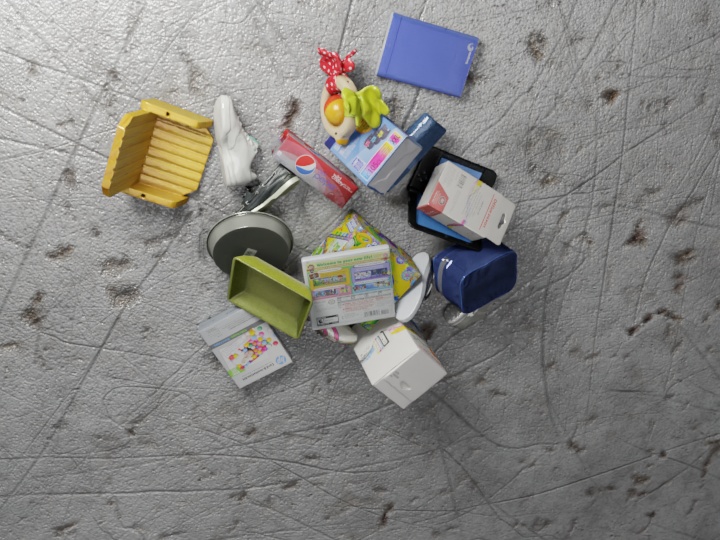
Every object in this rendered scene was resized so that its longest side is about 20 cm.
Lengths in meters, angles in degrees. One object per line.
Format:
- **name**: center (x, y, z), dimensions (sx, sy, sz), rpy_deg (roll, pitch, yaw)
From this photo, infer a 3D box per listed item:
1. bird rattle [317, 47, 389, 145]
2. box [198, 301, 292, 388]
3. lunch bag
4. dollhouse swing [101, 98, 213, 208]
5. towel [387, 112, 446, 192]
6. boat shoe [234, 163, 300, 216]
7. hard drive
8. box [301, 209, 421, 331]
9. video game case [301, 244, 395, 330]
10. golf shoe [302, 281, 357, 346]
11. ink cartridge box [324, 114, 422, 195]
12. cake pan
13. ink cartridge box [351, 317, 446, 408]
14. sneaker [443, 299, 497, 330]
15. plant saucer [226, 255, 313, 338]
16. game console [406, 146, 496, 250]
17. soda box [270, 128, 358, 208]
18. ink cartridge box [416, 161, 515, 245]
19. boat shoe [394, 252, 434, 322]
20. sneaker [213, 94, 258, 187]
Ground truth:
- **bird rattle**: center (-0.045, -0.358, 1.354), dimensions (0.113, 0.200, 0.163), rpy_deg (-17, 149, -39)
- **box**: center (-0.286, 0.183, 1.626), dimensions (0.156, 0.041, 0.200), rpy_deg (-27, 119, 2)
- **lunch bag**: center (0.282, -0.006, 1.593), dimensions (0.200, 0.132, 0.136), rpy_deg (-25, 131, -21)
- **dollhouse swing**: center (-0.409, -0.225, 1.330), dimensions (0.182, 0.176, 0.200), rpy_deg (17, 109, -19)
- **towel**: center (0.099, -0.265, 1.461), dimensions (0.200, 0.112, 0.049), rpy_deg (-45, 74, 14)
- **boat shoe**: center (-0.229, -0.169, 1.457), dimensions (0.199, 0.075, 0.066), rpy_deg (-35, 90, 23)
- **hard drive**: center (0.145, -0.467, 1.416), dimensions (0.200, 0.025, 0.132), rpy_deg (10, 112, -16)
- **box**: center (0.000, 0.000, 1.553), dimensions (0.200, 0.122, 0.193), rpy_deg (38, 103, -24)
- **video game case**: center (-0.025, 0.040, 1.487), dimensions (0.200, 0.022, 0.182), rpy_deg (-9, 116, -6)
- **golf shoe**: center (-0.085, 0.108, 1.586), dimensions (0.200, 0.073, 0.092), rpy_deg (34, 104, -1)
- **ink cartridge box**: center (0.016, -0.277, 1.408), dimensions (0.136, 0.200, 0.076), rpy_deg (-50, 145, 11)
- **cake pan**: center (-0.251, -0.050, 1.483), dimensions (0.200, 0.037, 0.200), rpy_deg (-6, 139, -6)
- **ink cartridge box**: center (0.087, 0.205, 1.610), dimensions (0.145, 0.200, 0.147), rpy_deg (-41, 131, 8)
- **sneaker**: center (0.314, 0.081, 1.698), dimensions (0.200, 0.075, 0.082), rpy_deg (-36, 131, 14)
- **plant saucer**: center (-0.202, 0.053, 1.487), dimensions (0.200, 0.048, 0.200), rpy_deg (29, 146, 2)
- **game console**: center (0.220, -0.169, 1.523), dimensions (0.200, 0.116, 0.176), rpy_deg (18, 110, -20)
- **soda box**: center (-0.102, -0.227, 1.452), dimensions (0.200, 0.070, 0.063), rpy_deg (35, 103, -24)
- **ink cartridge box**: center (0.244, -0.146, 1.485), dimensions (0.200, 0.067, 0.117), rpy_deg (29, 77, -15)
- **boat shoe**: center (0.140, 0.051, 1.586), dimensions (0.072, 0.200, 0.068), rpy_deg (-11, 135, 35)
- **sneaker**: center (-0.263, -0.282, 1.401), dimensions (0.088, 0.075, 0.200), rpy_deg (-13, 124, -19)
